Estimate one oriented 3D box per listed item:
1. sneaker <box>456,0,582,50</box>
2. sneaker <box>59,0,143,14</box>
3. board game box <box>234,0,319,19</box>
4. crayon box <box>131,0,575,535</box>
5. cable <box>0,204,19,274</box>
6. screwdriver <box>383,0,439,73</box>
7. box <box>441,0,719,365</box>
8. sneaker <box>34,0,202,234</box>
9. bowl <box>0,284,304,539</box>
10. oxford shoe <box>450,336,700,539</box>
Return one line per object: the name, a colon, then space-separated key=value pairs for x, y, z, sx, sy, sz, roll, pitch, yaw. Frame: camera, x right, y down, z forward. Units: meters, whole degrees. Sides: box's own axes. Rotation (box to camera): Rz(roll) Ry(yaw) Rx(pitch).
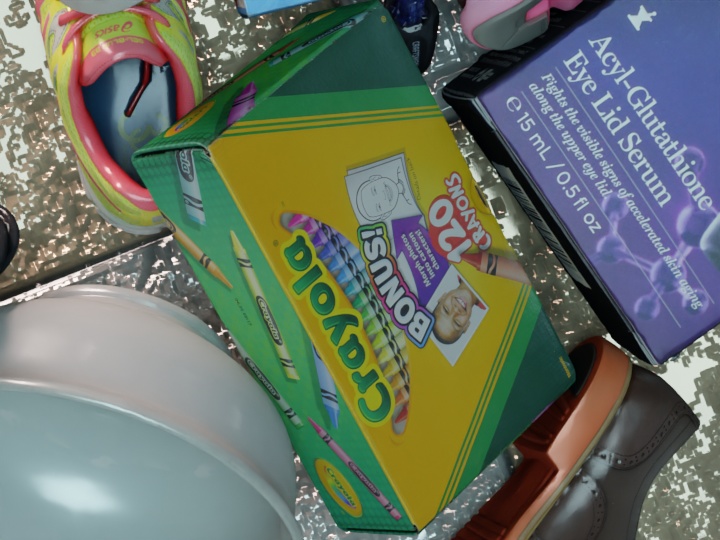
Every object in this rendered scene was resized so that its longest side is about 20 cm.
sneaker: x=0.104 y=-0.184 z=1.245 sx=0.200 sy=0.079 sz=0.095 roll=-35 pitch=73 yaw=-10
sneaker: x=-0.058 y=-0.197 z=1.175 sx=0.202 sy=0.146 sz=0.077 roll=-41 pitch=72 yaw=-6
board game box: x=0.020 y=-0.229 z=1.290 sx=0.195 sy=0.056 sz=0.201 roll=-14 pitch=98 yaw=-5
crayon box: x=0.000 y=0.000 z=1.270 sx=0.119 sy=0.058 sz=0.200 roll=-41 pitch=113 yaw=-33
cable: x=-0.225 y=0.041 z=1.239 sx=0.200 sy=0.163 sz=0.051 roll=-39 pitch=94 yaw=-9
screwdriver: x=0.024 y=-0.123 z=1.234 sx=0.029 sy=0.200 sz=0.028 roll=15 pitch=75 yaw=0
box: x=0.160 y=-0.077 z=1.298 sx=0.200 sy=0.104 sz=0.148 roll=-37 pitch=98 yaw=-1
sneaker: x=-0.106 y=-0.113 z=1.271 sx=0.078 sy=0.090 sz=0.201 roll=-17 pitch=96 yaw=-3
bowl: x=-0.110 y=0.069 z=1.264 sx=0.200 sy=0.201 sz=0.091 roll=21 pitch=57 yaw=-8
oxford shoe: x=0.084 y=0.132 z=1.331 sx=0.072 sy=0.071 sz=0.200 roll=32 pitch=92 yaw=-15
